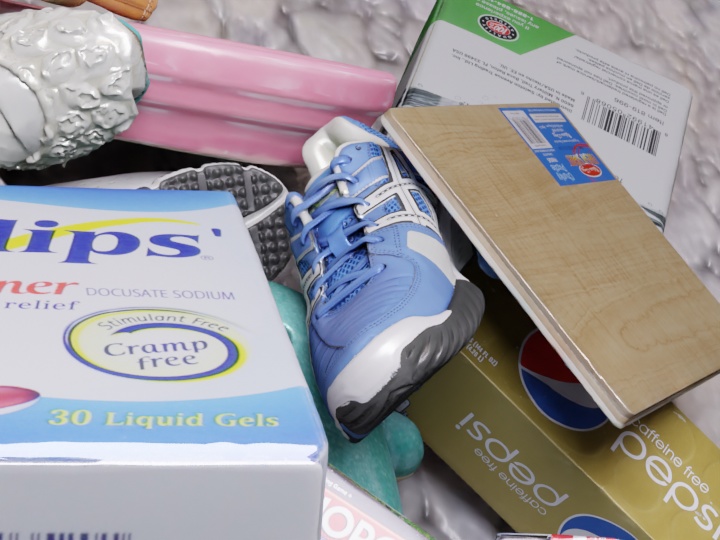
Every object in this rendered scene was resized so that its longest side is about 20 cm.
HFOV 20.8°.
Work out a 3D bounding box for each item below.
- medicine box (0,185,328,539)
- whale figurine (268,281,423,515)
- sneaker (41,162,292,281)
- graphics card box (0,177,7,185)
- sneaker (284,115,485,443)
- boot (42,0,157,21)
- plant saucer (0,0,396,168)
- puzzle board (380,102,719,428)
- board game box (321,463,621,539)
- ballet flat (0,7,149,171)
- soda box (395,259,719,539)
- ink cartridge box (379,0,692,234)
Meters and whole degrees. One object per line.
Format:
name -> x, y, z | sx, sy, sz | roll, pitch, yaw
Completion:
medicine box -> -0.117, 0.052, 0.587 | 0.181, 0.103, 0.200 | 1, 22, -13
whale figurine -> -0.027, 0.085, 0.789 | 0.159, 0.104, 0.200 | -19, 58, -39
sneaker -> -0.131, -0.006, 0.866 | 0.199, 0.080, 0.074 | -4, 92, -16
graphics card box -> -0.189, 0.053, 0.710 | 0.200, 0.051, 0.126 | -40, 82, -19
sneaker -> 0.000, 0.000, 0.765 | 0.077, 0.076, 0.200 | 44, 15, -14
boot -> -0.168, -0.183, 0.852 | 0.154, 0.074, 0.201 | 12, 45, -27
plant saucer -> -0.085, -0.085, 0.909 | 0.199, 0.051, 0.201 | 10, 6, -1
puzzle board -> 0.092, -0.008, 0.831 | 0.151, 0.017, 0.200 | 52, 22, 12
board game box -> 0.013, 0.153, 0.704 | 0.200, 0.062, 0.200 | 35, 73, 8
ballet flat -> -0.178, -0.062, 0.827 | 0.072, 0.199, 0.072 | 13, 74, -56
soda box -> 0.099, 0.082, 0.852 | 0.200, 0.064, 0.068 | 45, 49, -1
ink cartridge box -> 0.074, -0.036, 0.976 | 0.146, 0.083, 0.200 | 26, 41, -3
